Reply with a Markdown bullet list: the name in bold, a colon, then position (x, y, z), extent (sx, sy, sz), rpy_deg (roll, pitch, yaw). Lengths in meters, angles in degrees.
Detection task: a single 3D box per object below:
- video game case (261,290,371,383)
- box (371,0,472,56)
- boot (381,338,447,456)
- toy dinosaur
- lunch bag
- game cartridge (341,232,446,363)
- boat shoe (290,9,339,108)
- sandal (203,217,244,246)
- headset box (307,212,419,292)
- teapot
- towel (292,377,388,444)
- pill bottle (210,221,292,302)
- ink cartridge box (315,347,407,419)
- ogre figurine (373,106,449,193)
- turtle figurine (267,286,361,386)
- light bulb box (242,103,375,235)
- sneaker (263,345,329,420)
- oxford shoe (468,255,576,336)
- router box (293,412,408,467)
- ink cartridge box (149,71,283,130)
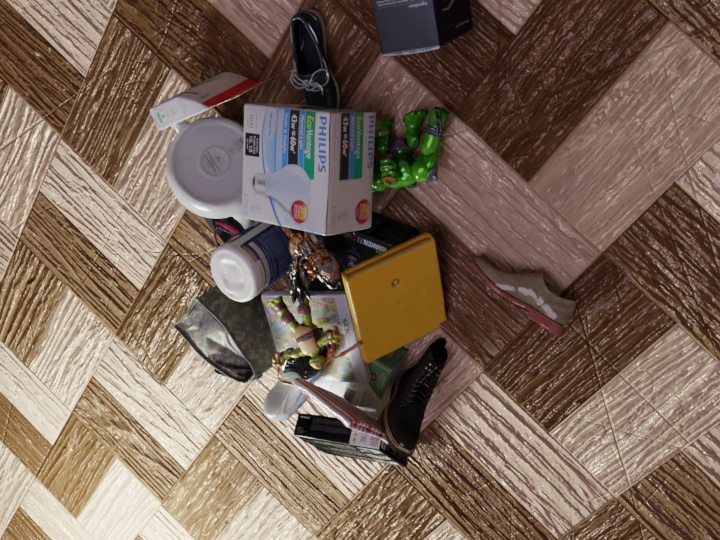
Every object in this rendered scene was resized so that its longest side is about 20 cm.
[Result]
- **video game case**: position (-0.085, 0.125, 1.649), extent (0.197, 0.023, 0.185), rpy_deg (-1, 113, 33)
- **box**: position (0.087, -0.443, 1.319), extent (0.102, 0.148, 0.204), rpy_deg (0, 112, 29)
- **boot**: position (0.105, 0.224, 1.590), extent (0.076, 0.202, 0.139), rpy_deg (27, 123, -15)
- **toy dinosaur**: position (-0.084, -0.028, 1.517), extent (0.100, 0.202, 0.137), rpy_deg (-10, 131, -3)
- **lunch bag**: position (-0.248, 0.128, 1.764), extent (0.200, 0.164, 0.118), rpy_deg (45, 120, 4)
- **game cartridge**: position (0.063, 0.050, 1.535), extent (0.033, 0.174, 0.202), rpy_deg (50, 159, 47)
- **boat shoe**: position (-0.082, -0.346, 1.512), extent (0.073, 0.062, 0.204), rpy_deg (6, 115, 25)
- **sandal**: position (-0.258, -0.062, 1.754), extent (0.075, 0.045, 0.201), rpy_deg (-34, 93, 36)
- **headset box**: position (0.000, 0.000, 1.608), extent (0.172, 0.093, 0.203), rpy_deg (23, 122, 19)
- **teapot**: position (-0.276, -0.187, 1.648), extent (0.193, 0.146, 0.204), rpy_deg (8, 79, -7)
- **towel**: position (-0.029, 0.260, 1.583), extent (0.145, 0.200, 0.030), rpy_deg (30, 86, 32)
- **pill bottle**: position (-0.177, -0.034, 1.621), extent (0.109, 0.200, 0.113), rpy_deg (18, 125, 28)
- **ink cartridge box**: position (-0.025, 0.181, 1.711), extent (0.198, 0.084, 0.147), rpy_deg (29, 125, 15)
- **ogre figurine**: position (0.066, -0.201, 1.482), extent (0.196, 0.098, 0.123), rpy_deg (-9, 91, 16)
- **turtle figurine**: position (-0.092, 0.111, 1.585), extent (0.198, 0.064, 0.164), rpy_deg (-25, 88, 32)
- **light bulb box**: position (-0.089, -0.176, 1.470), extent (0.197, 0.124, 0.203), rpy_deg (12, 106, 37)
- **sneaker**: position (-0.114, 0.210, 1.665), extent (0.201, 0.072, 0.072), rpy_deg (-52, 55, 27)
- **oxford shoe**: position (0.278, 0.026, 1.493), extent (0.199, 0.070, 0.075), rpy_deg (36, 99, 12)
- **router box**: position (-0.015, 0.341, 1.750), extent (0.196, 0.052, 0.149), rpy_deg (4, 157, 28)
- **ink cartridge box**: position (-0.258, -0.323, 1.562), extent (0.197, 0.161, 0.051), rpy_deg (-16, 108, 34)
